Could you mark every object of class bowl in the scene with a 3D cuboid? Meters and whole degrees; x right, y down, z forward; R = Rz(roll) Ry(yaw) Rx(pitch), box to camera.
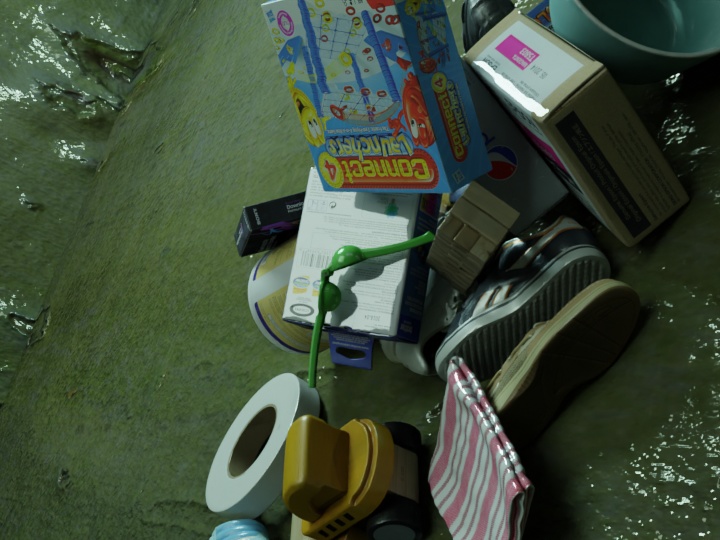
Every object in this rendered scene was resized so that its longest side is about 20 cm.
[{"bbox_3d":[0.257,-0.253,1.025,0.105,0.200,0.202,114,170,-64],"label":"bowl"}]

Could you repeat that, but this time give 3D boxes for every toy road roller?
[{"bbox_3d":[-0.033,0.227,1.146,0.200,0.146,0.123,-41,34,39],"label":"toy road roller"}]

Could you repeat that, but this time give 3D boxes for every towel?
[{"bbox_3d":[0.099,0.190,0.998,0.200,0.030,0.147,-115,29,-57],"label":"towel"}]

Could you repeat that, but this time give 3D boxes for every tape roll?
[{"bbox_3d":[-0.125,0.225,1.406,0.203,0.037,0.203,-45,22,24],"label":"tape roll"}]

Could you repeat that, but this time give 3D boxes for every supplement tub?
[{"bbox_3d":[-0.031,0.012,1.336,0.200,0.145,0.146,-27,44,50],"label":"supplement tub"}]

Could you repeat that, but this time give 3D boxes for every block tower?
[{"bbox_3d":[0.103,-0.027,1.059,0.054,0.058,0.200,-52,-7,-9],"label":"block tower"}]

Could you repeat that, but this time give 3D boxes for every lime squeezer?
[{"bbox_3d":[-0.012,0.022,1.118,0.200,0.071,0.038,-51,7,7],"label":"lime squeezer"}]

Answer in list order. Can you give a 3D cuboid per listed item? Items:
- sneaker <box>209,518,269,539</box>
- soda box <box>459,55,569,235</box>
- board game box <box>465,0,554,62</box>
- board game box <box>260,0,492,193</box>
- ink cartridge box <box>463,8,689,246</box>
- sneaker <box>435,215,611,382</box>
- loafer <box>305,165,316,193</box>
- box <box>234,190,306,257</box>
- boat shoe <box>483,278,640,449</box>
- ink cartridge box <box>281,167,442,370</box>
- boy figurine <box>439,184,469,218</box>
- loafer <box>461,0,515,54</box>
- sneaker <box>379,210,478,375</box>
[{"bbox_3d":[-0.168,0.387,1.334,0.200,0.079,0.131,-48,31,10],"label":"sneaker"},{"bbox_3d":[0.114,-0.130,1.068,0.068,0.200,0.063,-39,-5,8],"label":"soda box"},{"bbox_3d":[0.149,-0.203,1.162,0.200,0.135,0.035,-37,77,12],"label":"board game box"},{"bbox_3d":[0.011,-0.173,1.028,0.056,0.197,0.200,-30,20,-32],"label":"board game box"},{"bbox_3d":[0.194,-0.135,1.019,0.075,0.165,0.200,-40,30,7],"label":"ink cartridge box"},{"bbox_3d":[0.149,0.029,1.067,0.200,0.078,0.080,-40,38,21],"label":"sneaker"},{"bbox_3d":[0.017,-0.135,1.277,0.200,0.073,0.072,-48,31,-23],"label":"loafer"},{"bbox_3d":[-0.054,-0.071,1.373,0.143,0.199,0.036,133,119,-73],"label":"box"},{"bbox_3d":[0.169,0.074,0.994,0.200,0.071,0.065,-52,29,26],"label":"boat shoe"},{"bbox_3d":[0.000,0.000,1.169,0.136,0.076,0.201,7,82,25],"label":"ink cartridge box"},{"bbox_3d":[0.108,-0.118,1.291,0.125,0.064,0.200,-65,29,5],"label":"boy figurine"},{"bbox_3d":[0.148,-0.252,1.224,0.068,0.201,0.071,-29,71,1],"label":"loafer"},{"bbox_3d":[0.099,0.024,1.192,0.087,0.074,0.201,36,106,52],"label":"sneaker"}]
